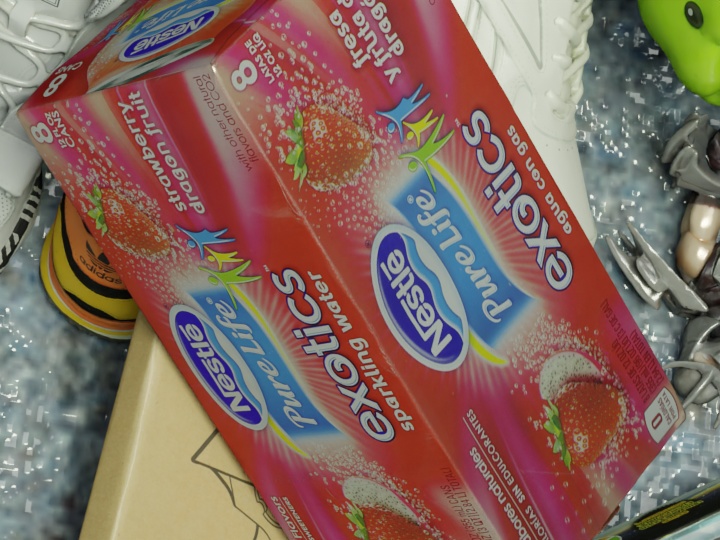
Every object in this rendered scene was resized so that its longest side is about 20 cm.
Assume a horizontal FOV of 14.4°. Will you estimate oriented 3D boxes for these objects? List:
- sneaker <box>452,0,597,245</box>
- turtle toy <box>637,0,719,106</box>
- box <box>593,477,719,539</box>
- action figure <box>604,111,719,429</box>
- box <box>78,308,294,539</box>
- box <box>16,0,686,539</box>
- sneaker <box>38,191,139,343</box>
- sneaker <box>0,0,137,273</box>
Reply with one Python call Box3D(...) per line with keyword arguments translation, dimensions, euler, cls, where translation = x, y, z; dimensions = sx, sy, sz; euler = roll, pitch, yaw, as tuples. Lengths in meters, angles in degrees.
Box3D(translation=(0.054, -0.095, 0.973), dimensions=(0.099, 0.078, 0.201), euler=(-17, 101, 17), cls="sneaker")
Box3D(translation=(0.142, -0.142, 0.946), dimensions=(0.100, 0.146, 0.201), euler=(2, 61, 2), cls="turtle toy")
Box3D(translation=(0.118, 0.148, 0.956), dimensions=(0.199, 0.040, 0.138), euler=(-23, 100, -16), cls="box")
Box3D(translation=(0.174, -0.022, 1.015), dimensions=(0.130, 0.069, 0.200), euler=(45, 77, -7), cls="action figure")
Box3D(translation=(-0.020, 0.085, 0.932), dimensions=(0.163, 0.021, 0.201), euler=(27, 70, -39), cls="box")
Box3D(translation=(0.000, 0.000, 0.875), dimensions=(0.095, 0.099, 0.201), euler=(-46, 115, -35), cls="box")
Box3D(translation=(-0.043, -0.072, 0.973), dimensions=(0.070, 0.090, 0.201), euler=(27, 74, -3), cls="sneaker")
Box3D(translation=(-0.122, -0.073, 0.945), dimensions=(0.075, 0.115, 0.201), euler=(29, 73, -1), cls="sneaker")
